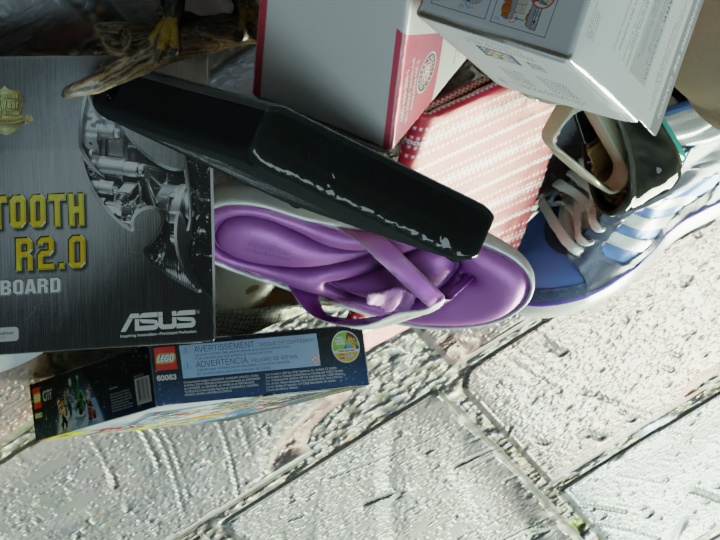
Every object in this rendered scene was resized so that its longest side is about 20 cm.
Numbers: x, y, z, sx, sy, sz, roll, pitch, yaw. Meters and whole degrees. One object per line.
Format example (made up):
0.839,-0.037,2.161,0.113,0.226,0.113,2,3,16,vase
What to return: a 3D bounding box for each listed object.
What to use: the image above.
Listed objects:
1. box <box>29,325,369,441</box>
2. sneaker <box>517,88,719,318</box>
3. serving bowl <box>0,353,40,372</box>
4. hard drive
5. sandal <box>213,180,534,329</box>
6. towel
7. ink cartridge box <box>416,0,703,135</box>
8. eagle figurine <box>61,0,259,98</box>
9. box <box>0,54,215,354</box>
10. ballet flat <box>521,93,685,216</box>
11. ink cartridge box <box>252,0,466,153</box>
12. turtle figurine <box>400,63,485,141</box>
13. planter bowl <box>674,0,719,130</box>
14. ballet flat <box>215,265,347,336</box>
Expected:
-0.100,0.068,1.622,0.136,0.038,0.200,-5,174,-28,box
0.154,-0.065,1.668,0.199,0.081,0.147,-30,143,4,sneaker
-0.220,0.000,1.528,0.199,0.066,0.201,-16,143,-13,serving bowl
-0.038,-0.056,1.379,0.139,0.200,0.033,25,88,-29,hard drive
-0.002,0.005,1.537,0.201,0.050,0.083,12,135,-7,sandal
0.057,-0.042,1.601,0.144,0.022,0.201,-27,148,-37,towel
0.121,-0.183,1.318,0.201,0.083,0.176,-70,158,-4,ink cartridge box
-0.083,-0.200,1.341,0.152,0.150,0.201,-44,133,-55,eagle figurine
-0.176,-0.036,1.446,0.199,0.048,0.159,-2,94,-29,box
0.126,-0.105,1.527,0.068,0.068,0.200,-41,127,-13,ballet flat
0.031,-0.178,1.348,0.200,0.082,0.147,-52,157,-43,ink cartridge box
0.022,-0.116,1.534,0.199,0.065,0.161,-33,161,-10,turtle figurine
0.207,-0.194,1.470,0.135,0.201,0.200,36,115,-21,planter bowl
-0.051,-0.004,1.625,0.199,0.072,0.072,-10,142,-32,ballet flat
